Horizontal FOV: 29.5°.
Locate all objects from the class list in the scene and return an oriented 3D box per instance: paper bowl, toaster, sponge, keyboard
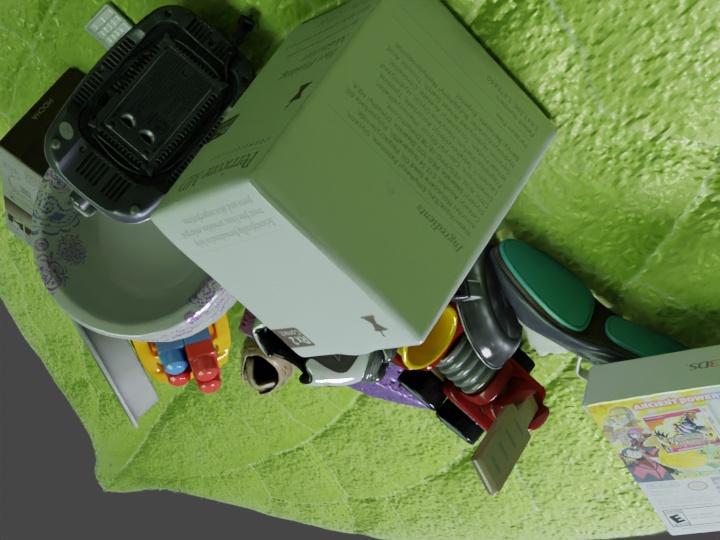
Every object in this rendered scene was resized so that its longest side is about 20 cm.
[{"bbox_3d":[-0.187,-0.036,1.238,0.200,0.201,0.104,28,-179,14],"label":"paper bowl"},{"bbox_3d":[-0.164,-0.127,1.101,0.114,0.200,0.129,39,173,-7],"label":"toaster"},{"bbox_3d":[-0.020,0.093,1.405,0.111,0.030,0.200,9,164,47],"label":"sponge"},{"bbox_3d":[-0.161,-0.159,1.223,0.200,0.011,0.056,42,155,-16],"label":"keyboard"}]

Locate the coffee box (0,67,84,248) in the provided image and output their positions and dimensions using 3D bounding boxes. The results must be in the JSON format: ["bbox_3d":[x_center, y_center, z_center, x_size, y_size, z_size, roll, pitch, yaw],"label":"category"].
[{"bbox_3d":[-0.296,-0.098,1.378,0.080,0.113,0.200,36,156,4],"label":"coffee box"}]

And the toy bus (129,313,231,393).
[{"bbox_3d":[-0.184,0.046,1.379,0.200,0.135,0.193,90,161,-63],"label":"toy bus"}]

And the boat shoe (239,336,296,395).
[{"bbox_3d":[-0.113,0.107,1.577,0.071,0.065,0.200,34,156,2],"label":"boat shoe"}]

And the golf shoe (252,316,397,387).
[{"bbox_3d":[-0.056,0.014,1.080,0.200,0.094,0.078,46,137,34],"label":"golf shoe"}]

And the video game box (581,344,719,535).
[{"bbox_3d":[0.297,0.128,1.041,0.199,0.047,0.182,-13,133,31],"label":"video game box"}]

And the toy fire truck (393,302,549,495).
[{"bbox_3d":[0.085,0.091,1.154,0.176,0.129,0.200,43,172,-16],"label":"toy fire truck"}]

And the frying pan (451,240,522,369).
[{"bbox_3d":[0.086,0.005,1.080,0.031,0.115,0.190,-15,146,23],"label":"frying pan"}]

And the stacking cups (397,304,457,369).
[{"bbox_3d":[-0.008,0.002,1.133,0.200,0.060,0.061,39,161,33],"label":"stacking cups"}]

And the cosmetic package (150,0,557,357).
[{"bbox_3d":[-0.005,-0.067,0.960,0.165,0.200,0.165,44,154,-19],"label":"cosmetic package"}]

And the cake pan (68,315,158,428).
[{"bbox_3d":[-0.265,0.066,1.393,0.201,0.037,0.200,55,168,19],"label":"cake pan"}]

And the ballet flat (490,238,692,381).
[{"bbox_3d":[0.178,0.053,1.095,0.200,0.073,0.073,32,156,1],"label":"ballet flat"}]
